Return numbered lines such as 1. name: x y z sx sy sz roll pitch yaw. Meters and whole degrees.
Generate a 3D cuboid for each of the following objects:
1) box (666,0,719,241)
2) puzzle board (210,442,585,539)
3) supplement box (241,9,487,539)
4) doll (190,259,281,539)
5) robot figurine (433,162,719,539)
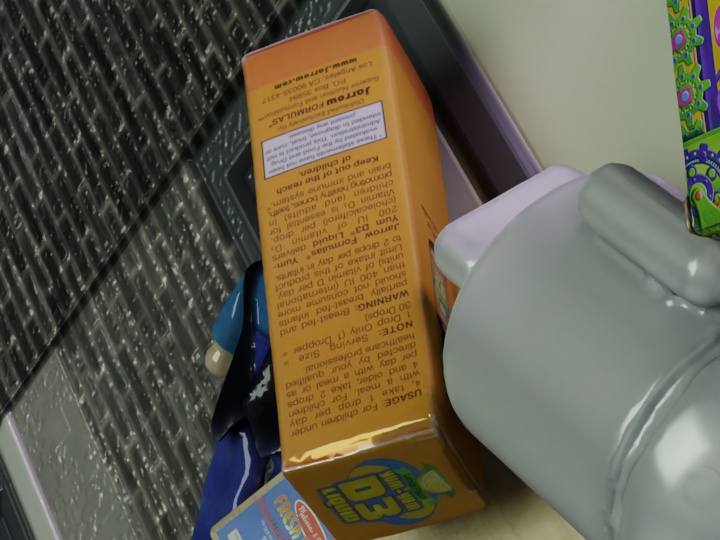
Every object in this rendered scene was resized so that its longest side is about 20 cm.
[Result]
1. box: 0.185 -0.118 0.629 0.192 0.122 0.201 -23 62 46
2. puzzle board: 0.042 0.136 0.922 0.151 0.017 0.200 -40 61 16
3. supplement box: 0.000 0.000 0.934 0.069 0.067 0.201 -18 52 12
4. doll: -0.029 0.055 1.020 0.136 0.048 0.201 7 82 51
5. robot figurine: 0.106 0.041 0.823 0.200 0.113 0.170 43 157 42
